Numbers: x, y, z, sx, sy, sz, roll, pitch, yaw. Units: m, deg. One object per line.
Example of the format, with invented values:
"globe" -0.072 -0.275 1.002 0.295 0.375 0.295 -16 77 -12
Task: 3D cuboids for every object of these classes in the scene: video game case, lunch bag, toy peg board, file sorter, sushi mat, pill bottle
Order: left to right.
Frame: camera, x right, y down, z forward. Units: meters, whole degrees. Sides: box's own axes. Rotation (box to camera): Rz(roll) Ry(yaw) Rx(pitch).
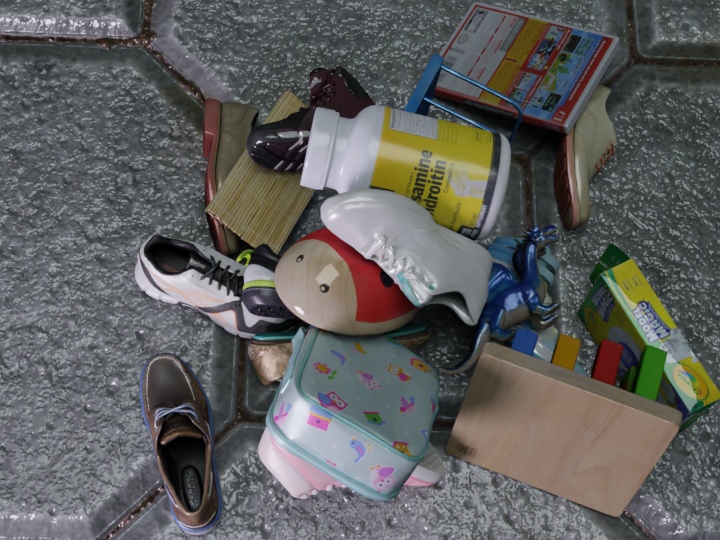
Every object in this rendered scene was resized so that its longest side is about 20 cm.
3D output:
"sushi mat" -0.094 -0.111 1.388 0.096 0.012 0.201 40 57 -17
"lunch bag" -0.007 0.127 1.202 0.160 0.077 0.200 28 24 -4
"pill bottle" 0.044 -0.104 1.229 0.199 0.112 0.113 12 67 -4
"file sorter" 0.084 -0.109 1.369 0.122 0.139 0.201 27 69 4
"video game case" 0.191 -0.247 1.457 0.199 0.017 0.143 21 67 29
"toy peg board" 0.210 0.137 1.250 0.198 0.200 0.098 20 53 6

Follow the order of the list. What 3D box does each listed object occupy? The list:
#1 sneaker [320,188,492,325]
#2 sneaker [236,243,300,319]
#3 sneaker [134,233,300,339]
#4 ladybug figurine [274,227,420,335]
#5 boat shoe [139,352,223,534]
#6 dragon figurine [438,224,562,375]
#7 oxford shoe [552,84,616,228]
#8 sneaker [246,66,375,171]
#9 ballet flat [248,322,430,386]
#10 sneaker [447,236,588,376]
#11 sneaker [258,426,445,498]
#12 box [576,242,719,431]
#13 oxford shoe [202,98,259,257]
"sneaker" 0.048 -0.009 1.186 0.199 0.075 0.089 24 56 -25
"sneaker" -0.037 0.010 1.316 0.199 0.072 0.083 9 69 -28
"sneaker" -0.157 0.017 1.336 0.199 0.080 0.074 17 65 2
"ladybug figurine" 0.000 0.000 1.252 0.136 0.072 0.200 45 34 22
"boat shoe" -0.185 0.172 1.273 0.072 0.072 0.201 -17 70 -10
"dragon figurine" 0.143 0.033 1.279 0.200 0.059 0.100 -35 65 -11
"oxford shoe" 0.268 -0.141 1.426 0.073 0.071 0.201 6 68 -3
"sneaker" -0.059 -0.180 1.391 0.199 0.076 0.116 -3 69 -42
"ballet flat" -0.022 0.096 1.327 0.199 0.071 0.066 -3 95 -1
"sneaker" 0.199 0.039 1.344 0.200 0.080 0.131 42 73 13
"sneaker" -0.015 0.198 1.278 0.199 0.105 0.075 24 24 -19
"box" 0.302 0.076 1.313 0.048 0.117 0.201 -23 70 -13
"oxford shoe" -0.142 -0.109 1.394 0.074 0.070 0.201 0 69 -10
